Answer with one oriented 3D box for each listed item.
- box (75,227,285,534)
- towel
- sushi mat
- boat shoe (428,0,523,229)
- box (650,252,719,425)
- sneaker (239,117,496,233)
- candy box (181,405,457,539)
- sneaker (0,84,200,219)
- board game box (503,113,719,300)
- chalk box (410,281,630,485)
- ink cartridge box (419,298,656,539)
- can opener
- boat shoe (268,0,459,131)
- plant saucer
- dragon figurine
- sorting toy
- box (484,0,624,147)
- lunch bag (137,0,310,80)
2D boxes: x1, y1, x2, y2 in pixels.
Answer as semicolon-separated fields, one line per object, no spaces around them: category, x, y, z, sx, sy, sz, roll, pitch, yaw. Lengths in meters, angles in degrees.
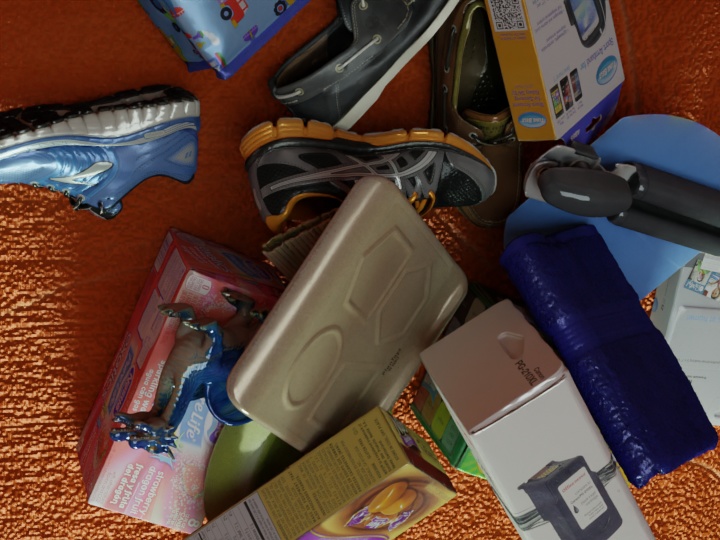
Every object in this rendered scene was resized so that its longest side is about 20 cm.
box;-0.136;0.085;1.278;0.094;0.103;0.201;20;102;-21
towel;0.181;0.062;1.236;0.049;0.147;0.201;-36;76;29
sushi mat;0.000;0.000;1.259;0.095;0.012;0.200;-23;154;8
boat shoe;0.090;-0.118;1.283;0.071;0.068;0.202;-17;113;-8
box;0.327;0.034;1.417;0.154;0.041;0.202;4;107;-15
sneaker;0.007;-0.060;1.242;0.198;0.078;0.078;2;153;-16
candy box;-0.036;0.190;1.240;0.199;0.057;0.117;-34;153;8
sneaker;-0.210;-0.074;1.214;0.198;0.079;0.090;-10;109;-12
board game box;0.204;-0.051;1.332;0.200;0.039;0.158;-42;126;18
chalk box;0.126;0.099;1.342;0.199;0.125;0.125;20;103;-20
ink cartridge box;0.134;0.141;1.212;0.084;0.145;0.201;-30;114;-1
can opener;0.214;-0.044;1.267;0.198;0.067;0.053;16;128;-24
boat shoe;0.015;-0.188;1.236;0.068;0.072;0.200;39;99;-24
plant saucer;-0.038;0.138;1.303;0.199;0.031;0.201;-32;139;-32
dragon figurine;-0.095;0.071;1.188;0.199;0.059;0.100;-15;117;-44
sorting toy;-0.008;0.041;1.197;0.186;0.036;0.200;-57;151;-6
box;0.144;-0.191;1.253;0.119;0.041;0.202;-40;124;-44
lunch bag;-0.079;-0.259;1.189;0.200;0.094;0.151;-41;113;-11
